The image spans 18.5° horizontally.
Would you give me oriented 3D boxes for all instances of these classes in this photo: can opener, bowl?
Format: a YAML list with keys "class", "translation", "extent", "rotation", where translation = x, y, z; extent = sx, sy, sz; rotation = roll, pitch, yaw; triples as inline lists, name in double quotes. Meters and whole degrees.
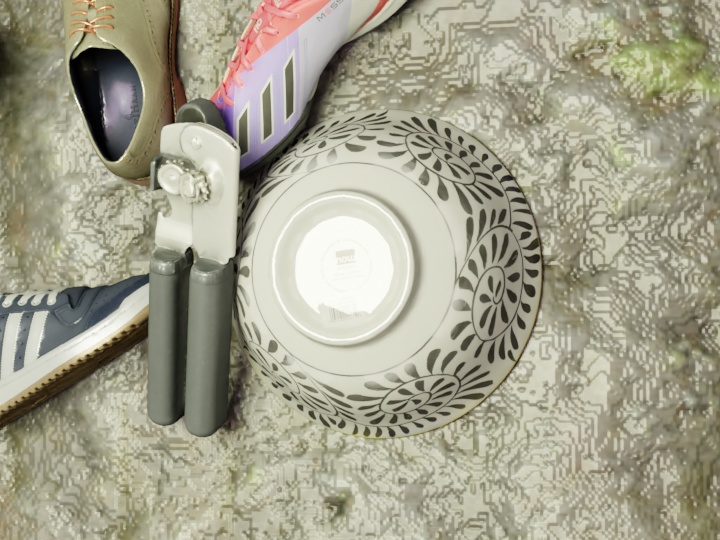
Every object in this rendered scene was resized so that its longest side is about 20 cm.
- class: "can opener"
  translation: [-0.093, 0.001, 1.307]
  extent: [0.052, 0.066, 0.201]
  rotation: [15, 114, 22]
- class: "bowl"
  translation: [0.000, 0.000, 1.299]
  extent: [0.199, 0.094, 0.202]
  rotation: [-1, 87, 16]

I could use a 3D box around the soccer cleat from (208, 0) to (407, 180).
- class: "soccer cleat"
  translation: [-0.046, -0.138, 1.319]
  extent: [0.200, 0.073, 0.068]
  rotation: [-48, 53, 7]

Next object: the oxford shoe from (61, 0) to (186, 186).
- class: "oxford shoe"
  translation: [-0.151, -0.154, 1.355]
  extent: [0.070, 0.074, 0.201]
  rotation: [-17, 84, 14]

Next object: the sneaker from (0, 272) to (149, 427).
- class: "sneaker"
  translation: [-0.215, 0.027, 1.369]
  extent: [0.199, 0.070, 0.109]
  rotation: [-31, 82, 15]
